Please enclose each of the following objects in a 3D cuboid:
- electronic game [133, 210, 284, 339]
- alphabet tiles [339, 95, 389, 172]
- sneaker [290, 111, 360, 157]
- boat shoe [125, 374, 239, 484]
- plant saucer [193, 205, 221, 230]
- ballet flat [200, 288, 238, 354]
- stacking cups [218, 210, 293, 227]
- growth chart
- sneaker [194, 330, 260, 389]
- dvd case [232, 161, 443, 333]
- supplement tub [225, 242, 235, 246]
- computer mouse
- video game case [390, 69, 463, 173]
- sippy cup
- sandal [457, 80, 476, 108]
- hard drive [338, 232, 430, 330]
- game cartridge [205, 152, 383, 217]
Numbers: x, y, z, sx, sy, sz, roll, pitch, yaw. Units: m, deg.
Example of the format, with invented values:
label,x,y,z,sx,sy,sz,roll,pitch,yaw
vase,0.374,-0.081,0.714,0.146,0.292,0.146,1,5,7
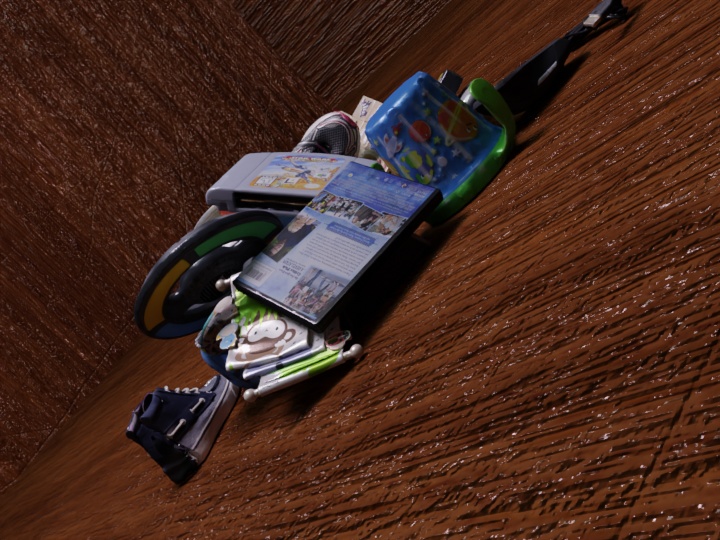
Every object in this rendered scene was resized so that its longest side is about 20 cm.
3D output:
label,x,y,z,sx,sy,sz,roll,pitch,yaw
electronic game,-0.168,0.007,1.033,0.199,0.042,0.200,-35,-22,-16
alphabet tiles,-0.018,-0.144,1.261,0.166,0.006,0.201,35,97,49
sneaker,-0.073,-0.126,1.227,0.200,0.081,0.075,-50,2,16
boat shoe,-0.215,0.165,1.111,0.075,0.093,0.200,-42,13,19
plant saucer,-0.156,-0.076,1.366,0.199,0.050,0.200,-31,-13,-8
ballet flat,-0.097,0.024,1.030,0.201,0.072,0.072,-49,12,-19
stacking cups,-0.084,-0.077,1.172,0.061,0.198,0.061,11,-90,-88
growth chart,-0.084,0.050,0.929,0.144,0.018,0.201,-26,41,4
sneaker,-0.120,0.109,1.070,0.066,0.079,0.199,-45,29,-24
dvd case,-0.024,-0.031,0.949,0.142,0.018,0.200,23,62,43
supplement tub,-0.150,0.020,1.238,0.146,0.145,0.200,-49,12,-15
computer mouse,0.223,-0.236,1.026,0.200,0.046,0.140,-39,3,-23
video game case,0.072,-0.162,1.173,0.201,0.025,0.181,-63,2,11
sippy cup,0.079,-0.144,1.009,0.178,0.130,0.140,-44,11,12
sandal,0.119,-0.168,1.146,0.083,0.050,0.203,-63,4,-28
hard drive,0.000,0.000,1.023,0.135,0.042,0.200,-48,12,-6
game cartridge,-0.076,-0.108,1.127,0.198,0.042,0.133,5,33,16
